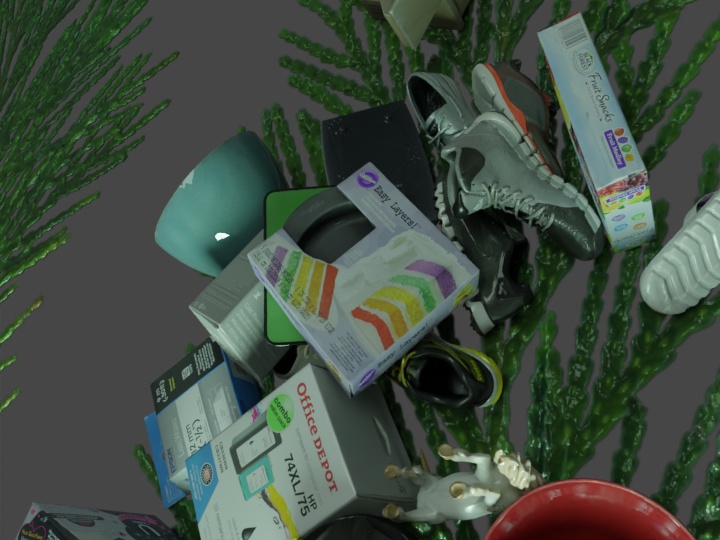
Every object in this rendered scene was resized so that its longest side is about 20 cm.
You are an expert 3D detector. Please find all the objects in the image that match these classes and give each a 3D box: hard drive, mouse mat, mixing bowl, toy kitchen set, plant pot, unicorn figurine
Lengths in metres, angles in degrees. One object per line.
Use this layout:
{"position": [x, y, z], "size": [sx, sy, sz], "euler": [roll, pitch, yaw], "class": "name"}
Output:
{"position": [0.022, -0.123, 0.858], "size": [0.131, 0.043, 0.205], "euler": [-14, 59, 1], "class": "hard drive"}
{"position": [-0.034, -0.013, 0.759], "size": [0.155, 0.008, 0.206], "euler": [-4, 63, -1], "class": "mouse mat"}
{"position": [0.192, 0.286, 0.551], "size": [0.194, 0.109, 0.206], "euler": [-7, 66, 15], "class": "mixing bowl"}
{"position": [0.034, -0.395, 0.892], "size": [0.178, 0.199, 0.167], "euler": [24, 82, 36], "class": "toy kitchen set"}
{"position": [-0.162, -0.065, 0.905], "size": [0.134, 0.200, 0.201], "euler": [41, 95, 2], "class": "plant pot"}
{"position": [0.084, 0.204, 0.619], "size": [0.196, 0.136, 0.076], "euler": [-7, 66, 45], "class": "unicorn figurine"}

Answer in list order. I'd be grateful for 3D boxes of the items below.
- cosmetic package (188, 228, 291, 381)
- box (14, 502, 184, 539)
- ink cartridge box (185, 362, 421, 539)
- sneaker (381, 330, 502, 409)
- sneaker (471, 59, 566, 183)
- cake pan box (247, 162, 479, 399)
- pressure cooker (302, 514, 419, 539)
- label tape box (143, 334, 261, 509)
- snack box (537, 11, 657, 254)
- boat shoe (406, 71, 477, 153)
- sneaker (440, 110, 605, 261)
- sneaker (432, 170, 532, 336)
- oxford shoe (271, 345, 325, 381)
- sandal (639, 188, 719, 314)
{"position": [-0.101, 0.018, 0.820], "size": [0.089, 0.108, 0.201], "euler": [22, 63, 47], "class": "cosmetic package"}
{"position": [-0.302, 0.362, 0.784], "size": [0.130, 0.199, 0.117], "euler": [18, 77, 35], "class": "box"}
{"position": [-0.061, 0.227, 0.715], "size": [0.199, 0.145, 0.149], "euler": [-38, 54, 18], "class": "ink cartridge box"}
{"position": [0.056, 0.093, 0.721], "size": [0.195, 0.084, 0.077], "euler": [16, 95, 26], "class": "sneaker"}
{"position": [0.203, -0.174, 0.774], "size": [0.080, 0.077, 0.204], "euler": [-21, 69, -6], "class": "sneaker"}
{"position": [0.000, 0.000, 0.714], "size": [0.182, 0.053, 0.201], "euler": [-35, 63, -14], "class": "cake pan box"}
{"position": [0.021, 0.337, 0.590], "size": [0.172, 0.201, 0.182], "euler": [4, 55, 35], "class": "pressure cooker"}
{"position": [-0.227, 0.202, 0.889], "size": [0.198, 0.066, 0.145], "euler": [-36, 55, 13], "class": "label tape box"}
{"position": [0.246, -0.140, 0.687], "size": [0.052, 0.142, 0.205], "euler": [-20, 60, 20], "class": "snack box"}
{"position": [0.107, -0.175, 0.821], "size": [0.071, 0.070, 0.204], "euler": [-57, 41, 38], "class": "boat shoe"}
{"position": [0.157, -0.068, 0.704], "size": [0.114, 0.076, 0.201], "euler": [-31, 69, -21], "class": "sneaker"}
{"position": [0.144, -0.034, 0.758], "size": [0.088, 0.066, 0.205], "euler": [-23, 63, 18], "class": "sneaker"}
{"position": [-0.040, 0.096, 0.821], "size": [0.195, 0.058, 0.077], "euler": [-14, 61, 25], "class": "oxford shoe"}
{"position": [0.349, -0.043, 0.635], "size": [0.201, 0.083, 0.050], "euler": [-40, 11, 14], "class": "sandal"}
